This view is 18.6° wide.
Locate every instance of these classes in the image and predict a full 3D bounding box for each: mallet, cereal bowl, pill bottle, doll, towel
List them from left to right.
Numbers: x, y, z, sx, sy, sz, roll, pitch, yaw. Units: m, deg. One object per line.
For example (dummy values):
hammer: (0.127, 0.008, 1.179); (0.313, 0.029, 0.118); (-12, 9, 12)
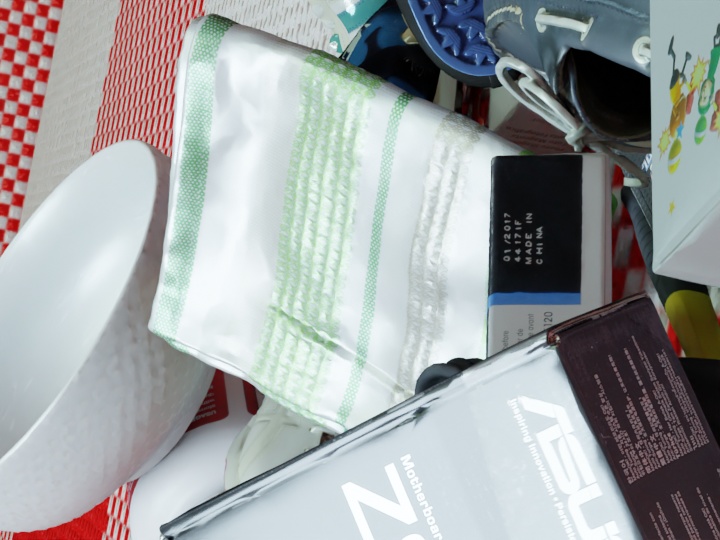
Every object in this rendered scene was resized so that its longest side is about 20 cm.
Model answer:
cereal bowl: (-0.127, 0.041, 1.064); (0.200, 0.083, 0.201); (-42, 29, 29)
pill bottle: (-0.063, 0.100, 1.111); (0.201, 0.111, 0.113); (-105, 31, -59)
doll: (-0.009, -0.055, 0.925); (0.200, 0.048, 0.137); (-47, 22, 30)
towel: (0.000, 0.000, 0.845); (0.199, 0.031, 0.150); (27, 123, 33)
mallet: (0.095, 0.014, 0.693); (0.200, 0.065, 0.042); (-109, 26, -63)

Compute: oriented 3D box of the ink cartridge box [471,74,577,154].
ink cartridge box: (0.066, -0.113, 0.929); (0.200, 0.057, 0.164); (139, 140, -58)

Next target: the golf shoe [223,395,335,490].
golf shoe: (-0.011, 0.062, 1.000); (0.092, 0.075, 0.201); (-55, 17, 33)

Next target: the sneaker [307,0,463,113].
sneaker: (0.005, -0.121, 1.012); (0.071, 0.092, 0.201); (-87, 4, -62)

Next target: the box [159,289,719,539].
box: (0.047, 0.128, 0.555); (0.161, 0.049, 0.201); (-29, 83, 42)

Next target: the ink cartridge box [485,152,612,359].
ink cartridge box: (0.062, 0.057, 0.681); (0.201, 0.039, 0.100); (76, -165, -59)

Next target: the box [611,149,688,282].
box: (0.133, -0.117, 0.693); (0.161, 0.044, 0.201); (-104, 30, -58)

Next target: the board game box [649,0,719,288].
board game box: (0.136, -0.085, 0.467); (0.064, 0.146, 0.202); (128, 151, -55)

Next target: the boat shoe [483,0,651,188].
boat shoe: (0.081, -0.062, 0.629); (0.200, 0.074, 0.062); (14, 80, 65)

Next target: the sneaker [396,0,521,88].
sneaker: (0.020, -0.163, 0.810); (0.078, 0.069, 0.202); (-15, -90, -89)

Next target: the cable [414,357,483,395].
cable: (0.020, 0.112, 0.753); (0.163, 0.050, 0.201); (-57, -14, -55)

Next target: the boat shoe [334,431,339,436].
boat shoe: (0.026, 0.053, 0.920); (0.072, 0.075, 0.202); (157, 116, -65)
